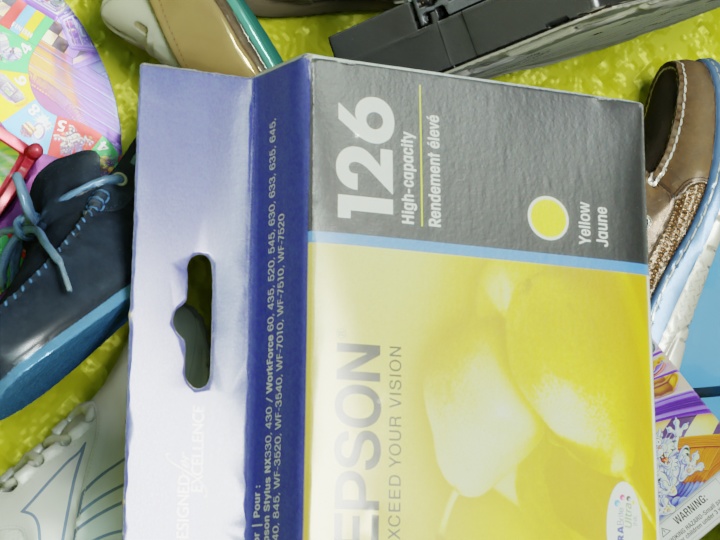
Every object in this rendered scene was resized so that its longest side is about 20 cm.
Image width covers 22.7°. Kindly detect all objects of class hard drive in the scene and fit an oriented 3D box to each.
[{"bbox_3d":[0.102,-0.117,0.760,0.200,0.140,0.038,-19,91,-45],"label":"hard drive"}]

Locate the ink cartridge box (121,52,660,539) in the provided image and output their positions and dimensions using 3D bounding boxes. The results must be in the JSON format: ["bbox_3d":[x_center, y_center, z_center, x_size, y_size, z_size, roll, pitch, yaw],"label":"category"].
[{"bbox_3d":[0.015,0.021,0.674,0.200,0.047,0.198,5,77,-22],"label":"ink cartridge box"}]

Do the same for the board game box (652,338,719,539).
[{"bbox_3d":[0.051,0.099,0.766,0.200,0.045,0.134,-40,99,1],"label":"board game box"}]

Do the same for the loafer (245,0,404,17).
[{"bbox_3d":[0.032,-0.154,0.809,0.200,0.067,0.076,-15,90,-21],"label":"loafer"}]

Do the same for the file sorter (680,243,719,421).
[{"bbox_3d":[0.256,0.029,0.845,0.200,0.123,0.139,21,78,-18],"label":"file sorter"}]

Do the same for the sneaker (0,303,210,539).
[{"bbox_3d":[-0.117,0.100,0.725,0.087,0.075,0.200,24,75,-11],"label":"sneaker"}]

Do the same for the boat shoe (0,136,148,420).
[{"bbox_3d":[-0.110,-0.013,0.722,0.069,0.084,0.200,44,36,-3],"label":"boat shoe"}]

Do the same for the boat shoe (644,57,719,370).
[{"bbox_3d":[0.120,-0.013,0.825,0.072,0.072,0.200,18,74,-11],"label":"boat shoe"}]

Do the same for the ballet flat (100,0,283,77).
[{"bbox_3d":[-0.093,-0.136,0.762,0.063,0.069,0.200,-29,83,5],"label":"ballet flat"}]

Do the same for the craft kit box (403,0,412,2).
[{"bbox_3d":[0.042,-0.235,0.685,0.200,0.049,0.198,-42,134,-2],"label":"craft kit box"}]

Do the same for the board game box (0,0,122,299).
[{"bbox_3d":[-0.190,-0.051,0.728,0.200,0.039,0.158,-12,88,-21],"label":"board game box"}]
